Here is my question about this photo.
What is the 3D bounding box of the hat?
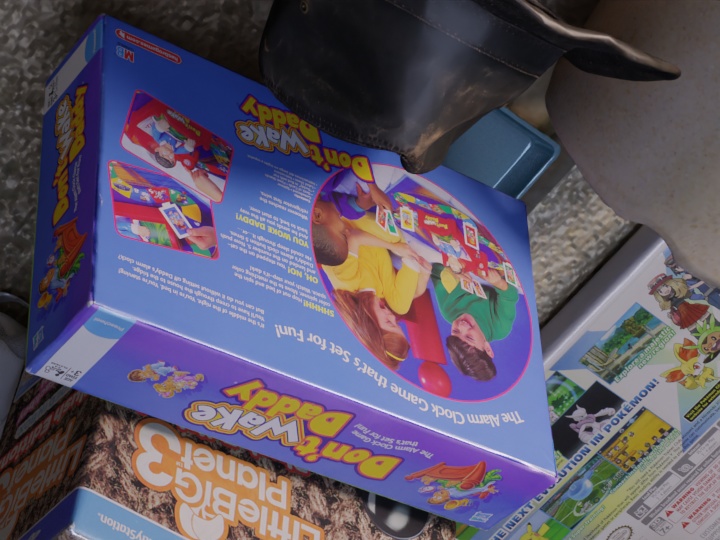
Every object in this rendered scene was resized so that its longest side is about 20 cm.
[{"bbox_3d":[0.012,-0.083,0.716,0.200,0.201,0.081,27,95,-28],"label":"hat"}]

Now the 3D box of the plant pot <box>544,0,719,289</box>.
[{"bbox_3d":[0.180,-0.095,0.787,0.200,0.201,0.184,25,121,-28],"label":"plant pot"}]

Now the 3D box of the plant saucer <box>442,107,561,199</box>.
[{"bbox_3d":[0.000,0.000,0.881,0.070,0.019,0.200,32,107,-29],"label":"plant saucer"}]

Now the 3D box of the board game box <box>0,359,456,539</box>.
[{"bbox_3d":[-0.051,0.077,0.774,0.159,0.200,0.097,30,132,-21],"label":"board game box"}]

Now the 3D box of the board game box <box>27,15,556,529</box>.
[{"bbox_3d":[-0.023,0.003,0.736,0.200,0.135,0.045,23,135,-29],"label":"board game box"}]

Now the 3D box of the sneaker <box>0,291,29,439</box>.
[{"bbox_3d":[-0.156,0.105,0.816,0.115,0.200,0.075,39,148,-14],"label":"sneaker"}]

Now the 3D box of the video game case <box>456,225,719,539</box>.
[{"bbox_3d":[0.141,0.086,0.973,0.182,0.022,0.200,34,107,-31],"label":"video game case"}]
